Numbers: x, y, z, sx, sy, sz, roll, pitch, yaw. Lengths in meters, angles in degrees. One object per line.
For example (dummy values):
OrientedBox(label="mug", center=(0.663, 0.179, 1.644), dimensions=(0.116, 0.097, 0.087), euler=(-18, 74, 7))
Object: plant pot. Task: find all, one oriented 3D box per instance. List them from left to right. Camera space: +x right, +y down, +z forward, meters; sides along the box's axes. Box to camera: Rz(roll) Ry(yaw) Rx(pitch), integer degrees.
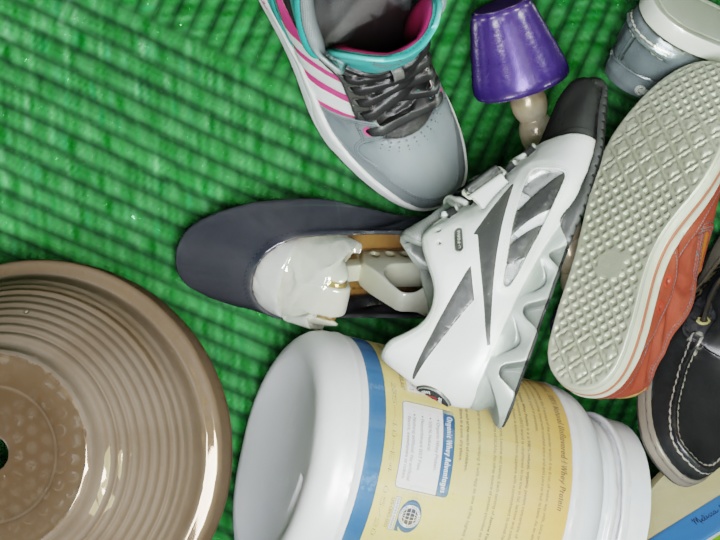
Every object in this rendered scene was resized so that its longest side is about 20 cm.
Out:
OrientedBox(label="plant pot", center=(-0.171, 0.093, 1.053), dimensions=(0.200, 0.093, 0.202), euler=(-1, 87, 10))

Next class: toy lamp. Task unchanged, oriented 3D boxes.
OrientedBox(label="toy lamp", center=(0.106, -0.056, 1.184), dimensions=(0.058, 0.058, 0.201), euler=(-22, 106, -14))

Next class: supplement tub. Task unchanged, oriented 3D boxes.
OrientedBox(label="supplement tub", center=(0.044, 0.122, 1.150), dimensions=(0.199, 0.145, 0.145), euler=(14, 96, -20))

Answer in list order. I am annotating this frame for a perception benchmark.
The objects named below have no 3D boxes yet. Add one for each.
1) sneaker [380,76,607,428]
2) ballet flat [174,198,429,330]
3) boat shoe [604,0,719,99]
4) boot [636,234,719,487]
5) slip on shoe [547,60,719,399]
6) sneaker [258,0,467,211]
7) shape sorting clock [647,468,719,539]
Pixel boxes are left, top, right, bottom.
OrientedBox(label="sneaker", center=(0.071, -0.025, 1.102), dimensions=(0.088, 0.074, 0.201), euler=(21, 70, 6))
OrientedBox(label="ballet flat", center=(0.000, 0.000, 1.149), dimensions=(0.199, 0.073, 0.074), euler=(2, 100, -19))
OrientedBox(label="boat shoe", center=(0.231, -0.101, 1.224), dimensions=(0.199, 0.073, 0.062), euler=(23, 124, -25))
OrientedBox(label="boot", center=(0.244, 0.025, 1.161), dimensions=(0.073, 0.150, 0.200), euler=(46, 54, -15))
OrientedBox(label="slip on shoe", center=(0.164, -0.021, 1.158), dimensions=(0.061, 0.074, 0.201), euler=(26, 84, -52))
OrientedBox(label="sneaker", center=(0.014, -0.111, 1.107), dimensions=(0.083, 0.121, 0.200), euler=(-36, 110, -9))
OrientedBox(label="shape sorting clock", center=(0.214, 0.196, 1.221), dimensions=(0.199, 0.039, 0.201), euler=(-6, 100, -35))
